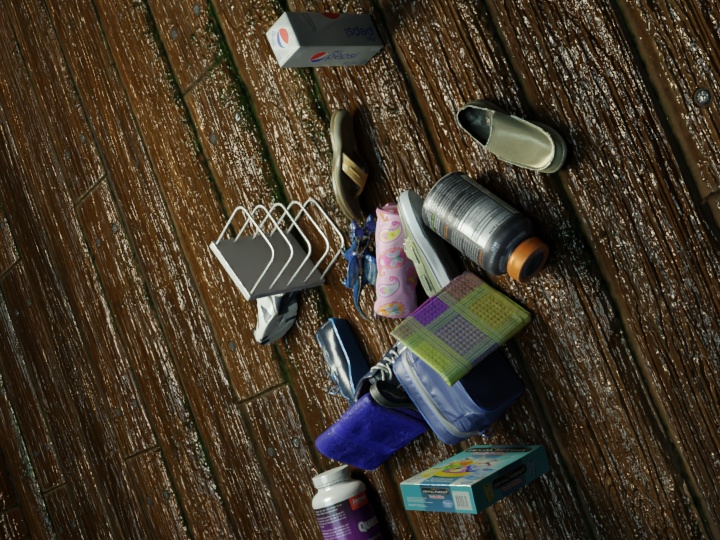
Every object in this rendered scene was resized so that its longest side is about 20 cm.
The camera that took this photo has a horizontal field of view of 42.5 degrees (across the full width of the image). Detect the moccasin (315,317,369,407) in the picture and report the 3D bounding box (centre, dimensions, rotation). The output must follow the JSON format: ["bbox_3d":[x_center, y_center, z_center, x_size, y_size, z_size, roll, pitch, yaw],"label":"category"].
[{"bbox_3d":[-0.028,0.190,1.774,0.068,0.080,0.201,-32,64,30],"label":"moccasin"}]

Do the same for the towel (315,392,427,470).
[{"bbox_3d":[0.024,0.301,1.700,0.200,0.147,0.050,-49,32,41],"label":"towel"}]

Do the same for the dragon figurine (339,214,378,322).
[{"bbox_3d":[0.000,0.000,1.673,0.099,0.059,0.201,-164,72,-77],"label":"dragon figurine"}]

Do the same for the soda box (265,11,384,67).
[{"bbox_3d":[-0.057,-0.389,1.557,0.063,0.200,0.068,-34,75,45],"label":"soda box"}]

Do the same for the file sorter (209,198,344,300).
[{"bbox_3d":[-0.148,-0.048,1.742,0.139,0.200,0.125,53,127,22],"label":"file sorter"}]

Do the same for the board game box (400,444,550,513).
[{"bbox_3d":[0.187,0.334,1.500,0.151,0.200,0.047,-12,92,46],"label":"board game box"}]

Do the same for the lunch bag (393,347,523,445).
[{"bbox_3d":[0.161,0.188,1.535,0.200,0.136,0.132,56,133,17],"label":"lunch bag"}]

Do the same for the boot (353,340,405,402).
[{"bbox_3d":[0.062,0.176,1.662,0.073,0.090,0.200,47,129,26],"label":"boot"}]

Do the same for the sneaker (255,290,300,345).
[{"bbox_3d":[-0.192,0.045,1.895,0.130,0.079,0.200,46,133,34],"label":"sneaker"}]

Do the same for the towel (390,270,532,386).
[{"bbox_3d":[0.163,0.087,1.473,0.144,0.200,0.023,38,148,28],"label":"towel"}]

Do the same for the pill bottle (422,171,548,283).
[{"bbox_3d":[0.199,-0.063,1.452,0.200,0.106,0.107,41,126,31],"label":"pill bottle"}]

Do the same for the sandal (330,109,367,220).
[{"bbox_3d":[-0.015,-0.189,1.659,0.054,0.080,0.201,-1,96,20],"label":"sandal"}]

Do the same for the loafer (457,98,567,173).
[{"bbox_3d":[0.224,-0.203,1.417,0.200,0.068,0.076,32,122,35],"label":"loafer"}]

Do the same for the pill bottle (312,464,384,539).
[{"bbox_3d":[-0.025,0.491,1.816,0.112,0.112,0.201,-26,82,45],"label":"pill bottle"}]

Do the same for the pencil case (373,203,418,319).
[{"bbox_3d":[0.064,-0.015,1.617,0.087,0.087,0.201,17,113,41],"label":"pencil case"}]

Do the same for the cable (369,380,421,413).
[{"bbox_3d":[0.086,0.227,1.577,0.050,0.200,0.097,-39,66,34],"label":"cable"}]

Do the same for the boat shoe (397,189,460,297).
[{"bbox_3d":[0.104,-0.037,1.545,0.062,0.072,0.201,-19,106,28],"label":"boat shoe"}]
